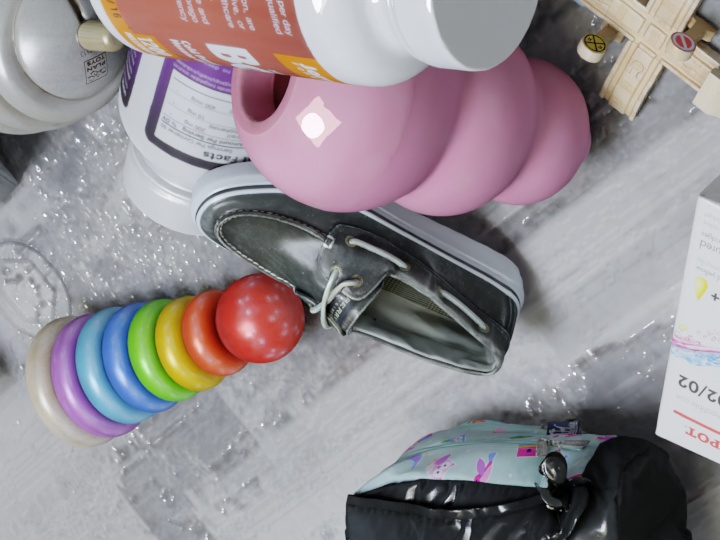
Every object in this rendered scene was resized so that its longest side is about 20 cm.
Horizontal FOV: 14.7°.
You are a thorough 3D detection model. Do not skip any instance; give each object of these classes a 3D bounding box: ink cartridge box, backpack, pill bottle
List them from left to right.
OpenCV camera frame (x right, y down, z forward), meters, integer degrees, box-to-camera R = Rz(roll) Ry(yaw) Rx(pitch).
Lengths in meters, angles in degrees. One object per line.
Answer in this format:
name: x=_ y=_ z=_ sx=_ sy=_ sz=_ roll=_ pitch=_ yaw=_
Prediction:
pill bottle: x=-0.072 y=-0.117 z=1.546 sx=0.111 sy=0.111 sz=0.201 roll=35 pitch=135 yaw=14
pill bottle: x=-0.022 y=-0.142 z=1.259 sx=0.199 sy=0.112 sz=0.113 roll=12 pitch=125 yaw=38
backpack: x=0.092 y=0.162 z=1.597 sx=0.199 sy=0.126 sz=0.168 roll=3 pitch=109 yaw=38
ink cartridge box: x=0.224 y=0.048 z=1.452 sx=0.115 sy=0.068 sz=0.201 roll=25 pitch=132 yaw=24

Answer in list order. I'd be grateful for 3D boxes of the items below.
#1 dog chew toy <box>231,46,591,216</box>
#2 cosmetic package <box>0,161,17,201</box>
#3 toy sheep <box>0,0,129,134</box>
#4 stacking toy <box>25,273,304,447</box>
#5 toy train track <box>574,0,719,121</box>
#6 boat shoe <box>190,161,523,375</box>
dog chew toy: x=0.035 y=-0.084 z=1.443 sx=0.124 sy=0.199 sz=0.125 roll=-24 pitch=61 yaw=53
cosmetic package: x=-0.340 y=-0.054 z=1.700 sx=0.168 sy=0.200 sz=0.166 roll=50 pitch=177 yaw=0
toy sheep: x=-0.193 y=-0.144 z=1.612 sx=0.200 sy=0.138 sz=0.138 roll=16 pitch=131 yaw=58
stacking toy: x=-0.112 y=0.047 z=1.726 sx=0.199 sy=0.085 sz=0.086 roll=-19 pitch=106 yaw=37
toy train track: x=0.113 y=-0.142 z=1.436 sx=0.200 sy=0.033 sz=0.115 roll=39 pitch=136 yaw=12
boat shoe: x=0.000 y=0.000 z=1.536 sx=0.199 sy=0.071 sz=0.072 roll=18 pitch=138 yaw=-13
